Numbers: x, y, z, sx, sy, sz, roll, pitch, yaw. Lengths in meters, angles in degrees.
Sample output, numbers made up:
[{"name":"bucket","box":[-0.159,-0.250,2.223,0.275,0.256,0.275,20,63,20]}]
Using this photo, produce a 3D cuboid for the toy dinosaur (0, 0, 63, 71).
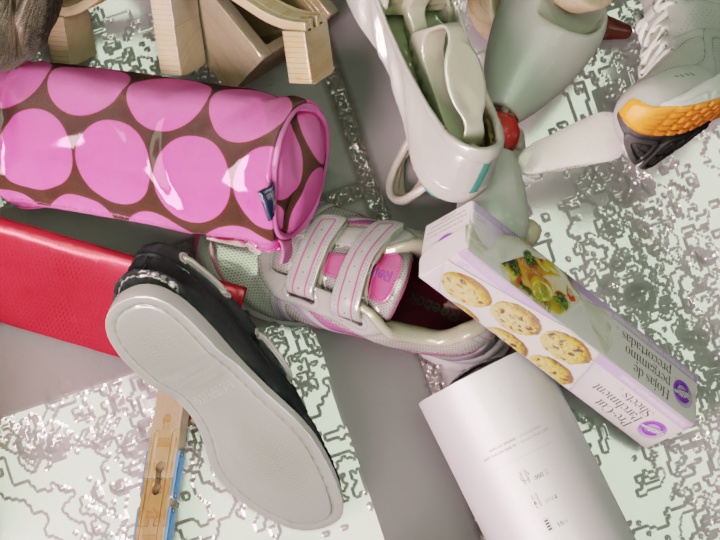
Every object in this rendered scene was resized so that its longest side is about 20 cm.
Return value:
[{"name":"toy dinosaur","box":[-0.195,-0.162,1.518,0.076,0.103,0.201,-11,40,9]}]

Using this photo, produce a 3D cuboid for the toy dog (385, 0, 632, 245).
[{"name":"toy dog","box":[0.110,-0.100,1.584,0.096,0.132,0.201,24,90,-31]}]

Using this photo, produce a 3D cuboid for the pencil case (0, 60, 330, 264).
[{"name":"pencil case","box":[-0.122,-0.065,1.551,0.199,0.091,0.094,11,105,21]}]

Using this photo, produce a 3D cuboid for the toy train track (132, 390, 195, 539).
[{"name":"toy train track","box":[-0.114,0.167,1.567,0.114,0.032,0.202,-5,70,38]}]

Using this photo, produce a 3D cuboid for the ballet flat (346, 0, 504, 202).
[{"name":"ballet flat","box":[0.038,-0.138,1.515,0.069,0.069,0.201,-18,75,-4]}]

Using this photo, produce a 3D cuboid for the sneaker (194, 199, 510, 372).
[{"name":"sneaker","box":[0.000,0.000,1.569,0.198,0.088,0.082,14,83,0]}]

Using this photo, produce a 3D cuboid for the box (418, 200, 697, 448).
[{"name":"box","box":[0.115,0.033,1.541,0.200,0.041,0.039,37,44,-30]}]

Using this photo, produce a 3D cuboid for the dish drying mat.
[{"name":"dish drying mat","box":[-0.169,0.011,1.577,0.198,0.077,0.018,16,42,0]}]

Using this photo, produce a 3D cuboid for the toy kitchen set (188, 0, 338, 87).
[{"name":"toy kitchen set","box":[-0.036,-0.254,1.570,0.181,0.200,0.163,51,43,4]}]

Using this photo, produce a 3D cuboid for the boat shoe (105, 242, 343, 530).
[{"name":"boat shoe","box":[-0.069,0.066,1.548,0.075,0.061,0.201,-18,124,26]}]

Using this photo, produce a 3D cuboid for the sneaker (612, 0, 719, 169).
[{"name":"sneaker","box":[0.182,-0.125,1.555,0.076,0.200,0.092,-40,85,32]}]

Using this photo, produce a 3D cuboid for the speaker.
[{"name":"speaker","box":[0.111,0.146,1.561,0.081,0.081,0.201,-27,85,-5]}]

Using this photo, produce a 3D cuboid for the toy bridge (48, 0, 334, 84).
[{"name":"toy bridge","box":[-0.106,-0.147,1.550,0.199,0.027,0.068,7,116,34]}]
